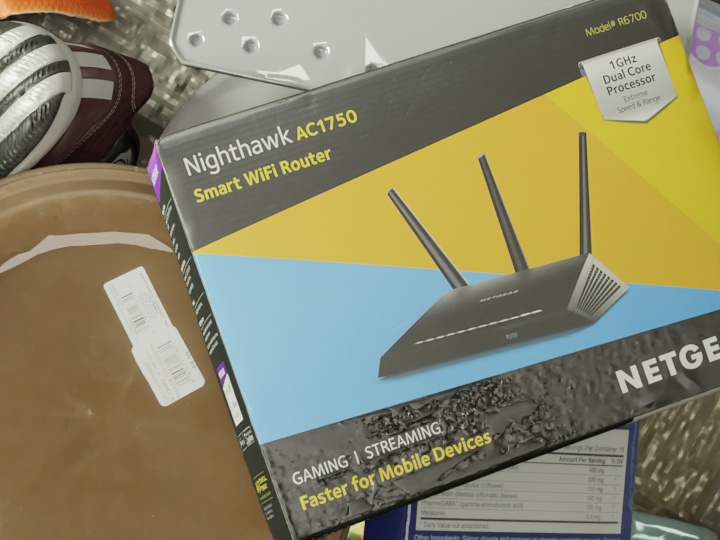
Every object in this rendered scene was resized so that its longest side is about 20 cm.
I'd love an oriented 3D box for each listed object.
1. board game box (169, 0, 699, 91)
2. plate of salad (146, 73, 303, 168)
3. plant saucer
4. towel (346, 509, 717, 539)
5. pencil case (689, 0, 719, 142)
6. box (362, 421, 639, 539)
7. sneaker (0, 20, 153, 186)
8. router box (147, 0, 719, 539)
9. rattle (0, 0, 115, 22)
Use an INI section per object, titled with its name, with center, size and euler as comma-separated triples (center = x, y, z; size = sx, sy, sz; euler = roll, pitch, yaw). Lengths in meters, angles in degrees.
[board game box]
center = 0.041, -0.157, 0.888
size = 0.198, 0.026, 0.202
euler = 11, 82, 2
[plate of salad]
center = 0.000, 0.000, 0.931
size = 0.198, 0.048, 0.202
euler = 9, 66, -20
[plant saucer]
center = -0.093, 0.056, 0.815
size = 0.198, 0.029, 0.202
euler = 2, 78, -11
[towel]
center = 0.051, 0.174, 0.954
size = 0.198, 0.048, 0.173
euler = 14, 89, -6
[pencil case]
center = 0.161, -0.070, 0.943
size = 0.198, 0.083, 0.091
euler = 19, 112, -7
[box]
center = 0.061, 0.051, 0.890
size = 0.120, 0.032, 0.202
euler = 6, 89, -37
[sneaker]
center = -0.156, -0.025, 0.919
size = 0.199, 0.115, 0.076
euler = -35, 75, 29
[router box]
center = 0.039, -0.003, 0.813
size = 0.198, 0.051, 0.150
euler = -19, 83, -14
[rattle]
center = -0.205, -0.113, 0.880
size = 0.198, 0.143, 0.131
euler = -4, 68, 2
